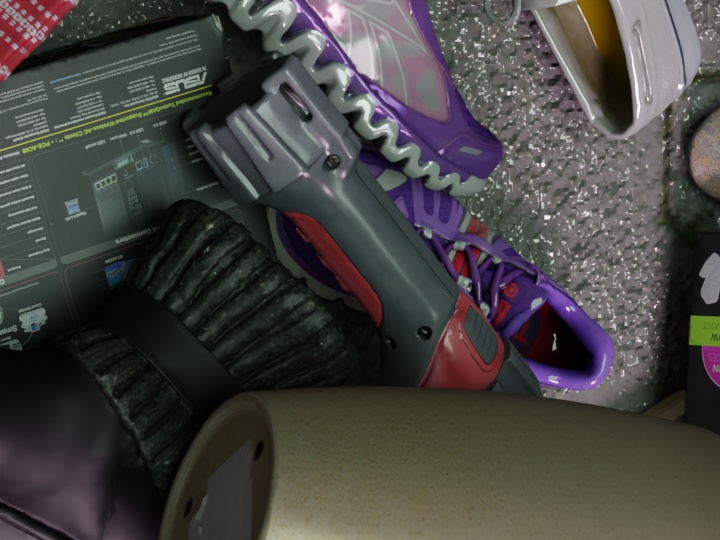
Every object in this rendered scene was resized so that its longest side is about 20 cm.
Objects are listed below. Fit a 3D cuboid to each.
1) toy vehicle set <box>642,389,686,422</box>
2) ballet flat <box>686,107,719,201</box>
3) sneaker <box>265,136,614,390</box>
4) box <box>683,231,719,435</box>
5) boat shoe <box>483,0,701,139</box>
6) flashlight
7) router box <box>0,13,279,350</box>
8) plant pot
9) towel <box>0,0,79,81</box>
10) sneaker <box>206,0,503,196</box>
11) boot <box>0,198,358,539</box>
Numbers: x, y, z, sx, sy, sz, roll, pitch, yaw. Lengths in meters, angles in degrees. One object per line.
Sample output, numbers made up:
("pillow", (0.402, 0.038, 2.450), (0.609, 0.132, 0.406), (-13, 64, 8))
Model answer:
("toy vehicle set", (0.123, 0.166, 0.899), (0.199, 0.026, 0.125), (-29, 109, -21))
("ballet flat", (0.274, -0.066, 0.921), (0.198, 0.067, 0.069), (-4, 99, -26))
("sneaker", (0.046, -0.002, 0.804), (0.199, 0.083, 0.081), (28, 84, -27))
("box", (0.259, 0.085, 0.866), (0.123, 0.148, 0.202), (5, 88, -39))
("boat shoe", (0.094, -0.150, 0.810), (0.086, 0.074, 0.203), (-47, 122, -33))
("flashlight", (0.000, 0.000, 0.728), (0.068, 0.068, 0.200), (-43, 113, -8))
("router box", (-0.138, -0.012, 0.719), (0.199, 0.062, 0.151), (-20, 105, -24))
("plant pot", (0.029, 0.120, 0.647), (0.199, 0.187, 0.189), (22, 87, -27))
("towel", (-0.202, -0.110, 0.651), (0.144, 0.022, 0.200), (40, 65, -2))
("sneaker", (0.004, -0.116, 0.757), (0.200, 0.081, 0.089), (41, 96, -26))
("boot", (-0.111, 0.029, 0.656), (0.158, 0.079, 0.211), (-50, 127, -5))
